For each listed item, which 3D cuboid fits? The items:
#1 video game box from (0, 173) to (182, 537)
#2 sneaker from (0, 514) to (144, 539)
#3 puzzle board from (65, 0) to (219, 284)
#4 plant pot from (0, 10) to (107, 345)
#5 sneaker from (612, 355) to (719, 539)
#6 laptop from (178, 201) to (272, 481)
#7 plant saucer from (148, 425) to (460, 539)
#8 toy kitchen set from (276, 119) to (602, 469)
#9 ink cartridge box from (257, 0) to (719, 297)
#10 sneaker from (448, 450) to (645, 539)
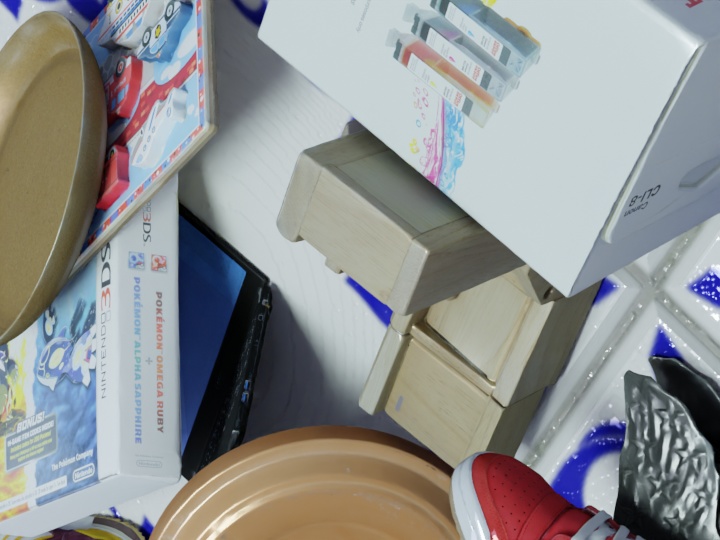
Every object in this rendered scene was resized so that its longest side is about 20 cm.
[{"bbox_3d":[-0.169,0.051,1.271,0.200,0.047,0.182,-26,59,53],"label":"video game box"},{"bbox_3d":[-0.227,0.202,1.434,0.200,0.090,0.075,-7,104,44],"label":"sneaker"},{"bbox_3d":[-0.137,-0.094,1.205,0.200,0.017,0.151,-39,46,45],"label":"puzzle board"},{"bbox_3d":[-0.191,-0.049,1.236,0.200,0.027,0.200,-31,52,51],"label":"plant pot"},{"bbox_3d":[0.165,0.150,1.070,0.104,0.060,0.200,21,117,34],"label":"sneaker"},{"bbox_3d":[-0.123,0.075,1.268,0.103,0.200,0.177,16,128,-6],"label":"laptop"},{"bbox_3d":[-0.020,0.179,1.176,0.032,0.200,0.200,-106,14,-64],"label":"plant saucer"},{"bbox_3d":[0.000,0.000,1.061,0.163,0.180,0.200,38,127,25],"label":"toy kitchen set"},{"bbox_3d":[0.087,-0.118,0.951,0.200,0.145,0.145,41,132,20],"label":"ink cartridge box"},{"bbox_3d":[0.135,0.149,1.008,0.200,0.071,0.112,51,130,4],"label":"sneaker"}]
